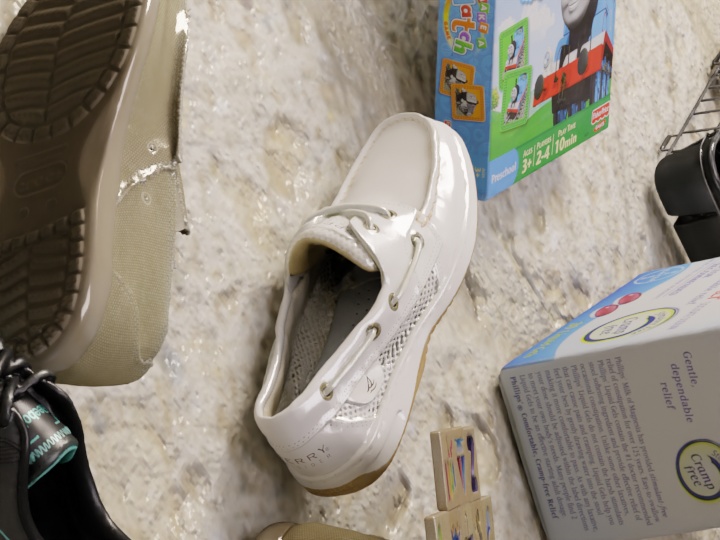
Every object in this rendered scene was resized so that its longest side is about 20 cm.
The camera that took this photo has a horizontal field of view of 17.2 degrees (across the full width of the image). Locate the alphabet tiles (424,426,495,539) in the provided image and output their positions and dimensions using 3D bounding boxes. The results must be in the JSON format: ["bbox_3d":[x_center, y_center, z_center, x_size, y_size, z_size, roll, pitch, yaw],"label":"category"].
[{"bbox_3d":[0.049,0.168,1.028,0.166,0.006,0.201,11,73,-79],"label":"alphabet tiles"}]

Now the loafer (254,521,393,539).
[{"bbox_3d":[0.015,0.196,1.028,0.200,0.067,0.076,62,37,-20],"label":"loafer"}]

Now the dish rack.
[{"bbox_3d":[0.248,-0.050,1.462,0.154,0.054,0.200,62,36,-21],"label":"dish rack"}]

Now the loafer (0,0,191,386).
[{"bbox_3d":[-0.104,-0.039,0.938,0.068,0.075,0.200,45,44,-48],"label":"loafer"}]

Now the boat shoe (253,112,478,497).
[{"bbox_3d":[0.000,0.000,1.072,0.069,0.071,0.200,46,45,-39],"label":"boat shoe"}]

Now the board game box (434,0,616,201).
[{"bbox_3d":[0.088,-0.152,1.219,0.151,0.037,0.201,-31,127,-54],"label":"board game box"}]

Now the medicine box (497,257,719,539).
[{"bbox_3d":[0.206,0.055,1.234,0.182,0.200,0.103,-28,102,-55],"label":"medicine box"}]

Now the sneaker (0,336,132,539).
[{"bbox_3d":[-0.142,0.040,0.848,0.075,0.079,0.200,-46,115,-51],"label":"sneaker"}]
